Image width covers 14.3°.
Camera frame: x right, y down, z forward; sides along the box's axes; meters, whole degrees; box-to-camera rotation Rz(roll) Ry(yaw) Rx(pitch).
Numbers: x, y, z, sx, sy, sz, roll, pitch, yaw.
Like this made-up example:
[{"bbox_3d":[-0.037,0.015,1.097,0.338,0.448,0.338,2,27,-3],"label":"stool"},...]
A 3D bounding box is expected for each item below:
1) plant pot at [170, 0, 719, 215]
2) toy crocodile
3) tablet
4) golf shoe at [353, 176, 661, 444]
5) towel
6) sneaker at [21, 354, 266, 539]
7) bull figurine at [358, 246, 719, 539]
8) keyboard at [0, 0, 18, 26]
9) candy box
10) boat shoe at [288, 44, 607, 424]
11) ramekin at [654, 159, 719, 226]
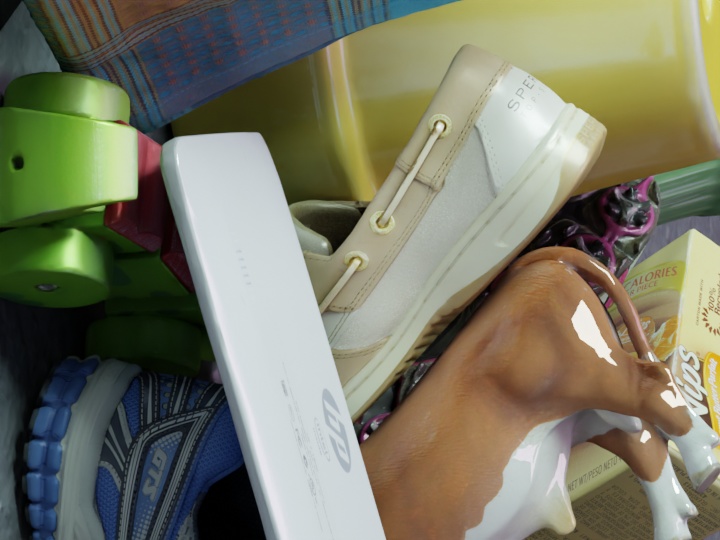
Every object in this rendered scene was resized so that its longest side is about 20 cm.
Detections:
[{"bbox_3d":[0.044,-0.102,1.077,0.201,0.189,0.201,-2,90,-74],"label":"plant pot"},{"bbox_3d":[-0.070,-0.011,0.909,0.200,0.062,0.068,48,43,-65],"label":"toy crocodile"},{"bbox_3d":[-0.017,0.054,0.896,0.130,0.014,0.200,-18,93,-79],"label":"tablet"},{"bbox_3d":[0.043,0.028,1.162,0.200,0.073,0.092,-42,158,-18],"label":"golf shoe"},{"bbox_3d":[-0.026,-0.094,0.855,0.200,0.146,0.022,72,-4,-79],"label":"towel"},{"bbox_3d":[-0.050,0.124,0.918,0.077,0.085,0.200,-57,143,-61],"label":"sneaker"},{"bbox_3d":[0.035,0.088,0.992,0.200,0.121,0.065,-52,160,11],"label":"bull figurine"},{"bbox_3d":[-0.100,-0.148,0.863,0.200,0.040,0.104,-66,168,-48],"label":"keyboard"},{"bbox_3d":[0.082,0.080,1.183,0.055,0.200,0.116,34,45,-21],"label":"candy box"},{"bbox_3d":[0.000,0.000,1.006,0.069,0.200,0.074,42,24,-2],"label":"boat shoe"},{"bbox_3d":[0.091,-0.105,1.260,0.200,0.098,0.200,159,-90,-79],"label":"ramekin"}]
